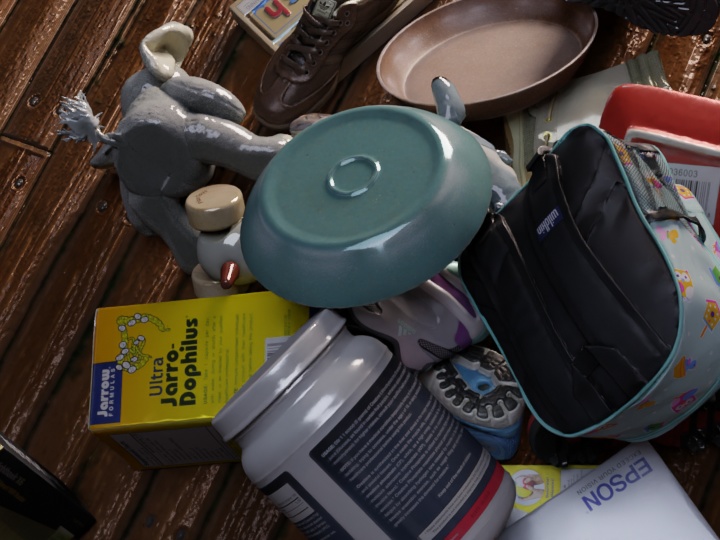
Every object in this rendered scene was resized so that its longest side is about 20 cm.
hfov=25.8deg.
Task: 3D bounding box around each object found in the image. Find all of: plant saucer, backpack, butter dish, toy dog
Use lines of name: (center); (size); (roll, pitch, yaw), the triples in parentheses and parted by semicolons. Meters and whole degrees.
plant saucer: (0.114, -0.187, 1.384); (0.199, 0.035, 0.201); (-14, 35, 10)
plant saucer: (-0.002, -0.060, 1.172); (0.198, 0.036, 0.201); (-12, 46, 12)
backpack: (0.184, 0.023, 1.134); (0.176, 0.153, 0.201); (-45, 46, 29)
butter dish: (0.284, -0.030, 1.252); (0.199, 0.147, 0.201); (20, 100, 40)
toy dog: (-0.055, -0.026, 1.306); (0.199, 0.132, 0.097); (-28, 33, 5)

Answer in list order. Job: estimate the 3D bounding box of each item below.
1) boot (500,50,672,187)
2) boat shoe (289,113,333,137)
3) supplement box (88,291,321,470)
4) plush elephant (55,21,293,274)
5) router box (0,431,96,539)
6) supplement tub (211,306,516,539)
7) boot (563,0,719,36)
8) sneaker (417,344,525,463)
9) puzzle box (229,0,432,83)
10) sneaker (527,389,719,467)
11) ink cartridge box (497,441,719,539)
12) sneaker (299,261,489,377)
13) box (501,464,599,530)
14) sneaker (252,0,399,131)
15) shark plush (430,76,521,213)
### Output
boot: (0.205, -0.090, 1.332); (0.153, 0.072, 0.201); (-13, 59, 12)
boat shoe: (0.032, -0.090, 1.383); (0.198, 0.076, 0.072); (10, 101, 16)
supplement box: (-0.112, 0.091, 1.302); (0.198, 0.109, 0.110); (-6, 65, 10)
plush elephant: (-0.166, -0.124, 1.405); (0.199, 0.165, 0.155); (29, 30, -11)
router box: (-0.313, 0.210, 1.243); (0.157, 0.200, 0.052); (-45, 64, -9)
supplement tub: (0.003, 0.139, 1.148); (0.140, 0.140, 0.200); (-45, 93, -10)
boot: (0.259, -0.302, 1.405); (0.164, 0.066, 0.201); (21, 45, 9)
sneaker: (0.064, 0.089, 1.279); (0.078, 0.090, 0.200); (-25, 40, -15)
puzzle box: (-0.010, -0.268, 1.494); (0.200, 0.025, 0.133); (-42, 64, -8)
sneaker: (0.222, 0.095, 1.241); (0.199, 0.071, 0.098); (-6, 38, -6)
ink cartridge box: (0.184, 0.256, 1.148); (0.199, 0.041, 0.201); (-34, 65, -2)
sneaker: (0.000, 0.000, 1.227); (0.140, 0.078, 0.200); (-36, 75, -14)
box: (0.108, 0.213, 1.231); (0.198, 0.048, 0.118); (0, 67, 11)
sneaker: (-0.037, -0.220, 1.421); (0.070, 0.076, 0.201); (30, 75, 23)
shark plush: (0.080, -0.063, 1.276); (0.200, 0.083, 0.091); (47, 125, 9)
